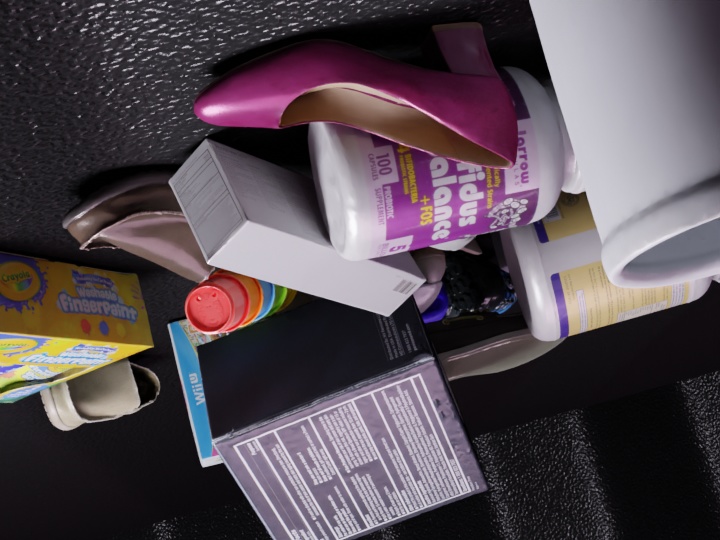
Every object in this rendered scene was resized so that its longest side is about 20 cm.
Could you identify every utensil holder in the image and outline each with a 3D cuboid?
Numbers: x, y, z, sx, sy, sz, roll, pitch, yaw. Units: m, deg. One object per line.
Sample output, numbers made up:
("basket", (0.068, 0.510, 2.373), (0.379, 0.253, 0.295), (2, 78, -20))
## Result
("utensil holder", (0.191, -0.111, 0.780), (0.169, 0.201, 0.170), (-15, 166, -4))

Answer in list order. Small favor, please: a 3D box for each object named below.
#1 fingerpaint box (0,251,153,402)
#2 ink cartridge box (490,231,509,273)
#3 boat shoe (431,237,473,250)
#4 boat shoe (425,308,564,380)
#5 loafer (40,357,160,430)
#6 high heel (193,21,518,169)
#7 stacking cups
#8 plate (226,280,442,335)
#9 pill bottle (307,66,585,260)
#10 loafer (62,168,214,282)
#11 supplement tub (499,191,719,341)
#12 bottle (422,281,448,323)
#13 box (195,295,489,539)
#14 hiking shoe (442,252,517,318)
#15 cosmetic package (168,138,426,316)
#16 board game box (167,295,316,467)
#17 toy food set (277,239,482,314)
("fingerpaint box", (-0.300, 0.053, 1.136), (0.166, 0.074, 0.200), (-22, 165, 23))
("ink cartridge box", (0.239, -0.030, 1.449), (0.161, 0.050, 0.200), (-20, 162, 17))
("boat shoe", (0.063, -0.060, 1.094), (0.064, 0.071, 0.200), (-38, 166, 24))
("boat shoe", (0.104, 0.068, 1.331), (0.200, 0.061, 0.072), (-15, 150, -12))
("loafer", (-0.272, 0.121, 1.440), (0.068, 0.076, 0.200), (-20, 175, 13))
("high heel", (0.001, -0.093, 0.852), (0.199, 0.097, 0.067), (-14, 166, -8))
("stacking cups", (-0.099, 0.024, 1.137), (0.060, 0.061, 0.200), (-18, -174, 10))
("plate", (-0.029, 0.053, 1.304), (0.199, 0.033, 0.200), (-12, 176, -7))
("pill bottle", (0.072, -0.079, 0.950), (0.199, 0.113, 0.112), (-13, 166, -11))
("loafer", (-0.124, -0.029, 1.015), (0.199, 0.071, 0.073), (-3, 161, -41))
("supplement tub", (0.237, -0.027, 1.261), (0.199, 0.146, 0.145), (-15, 166, 1))
("bottle", (0.021, 0.058, 1.514), (0.083, 0.066, 0.200), (-12, 166, -30))
("box", (-0.015, 0.130, 1.209), (0.197, 0.124, 0.200), (-22, 134, 2))
("hiking shoe", (0.134, 0.013, 1.471), (0.086, 0.075, 0.200), (-16, 177, -8))
("cosmetic package", (-0.043, -0.027, 1.004), (0.051, 0.083, 0.200), (-43, 144, 23))
("board game box", (-0.085, 0.106, 1.419), (0.199, 0.148, 0.064), (-14, 168, -8))
("toy food set", (0.000, 0.000, 1.283), (0.199, 0.061, 0.143), (-22, 165, 22))
